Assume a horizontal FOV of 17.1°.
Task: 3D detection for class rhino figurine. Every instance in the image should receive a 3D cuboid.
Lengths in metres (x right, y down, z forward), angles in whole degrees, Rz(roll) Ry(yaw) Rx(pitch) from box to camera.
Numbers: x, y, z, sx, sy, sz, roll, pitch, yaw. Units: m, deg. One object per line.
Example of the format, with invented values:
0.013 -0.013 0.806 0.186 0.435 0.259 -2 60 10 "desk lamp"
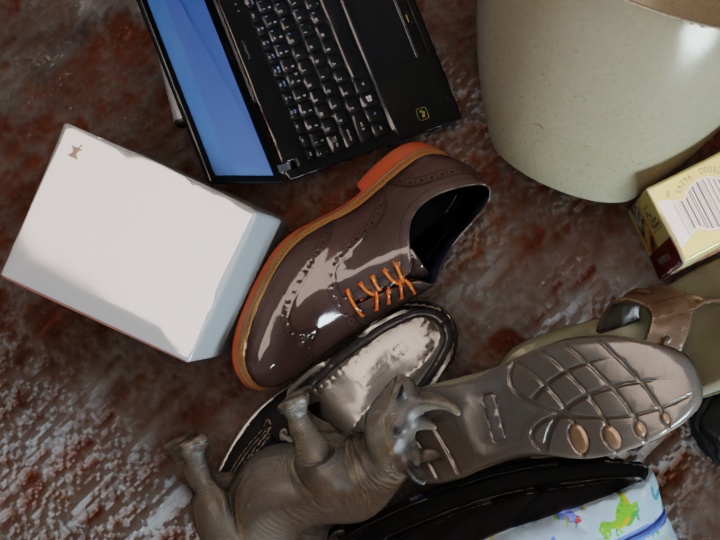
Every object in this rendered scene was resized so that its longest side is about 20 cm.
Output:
-0.026 0.116 1.449 0.199 0.060 0.088 -22 94 22 "rhino figurine"

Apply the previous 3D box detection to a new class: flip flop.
0.172 0.044 1.492 0.199 0.058 0.082 -19 66 17 "flip flop"

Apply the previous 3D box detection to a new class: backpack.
0.096 0.181 1.466 0.199 0.163 0.154 -31 94 -9 "backpack"

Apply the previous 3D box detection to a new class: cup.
0.152 -0.128 1.482 0.199 0.200 0.144 21 113 3 "cup"

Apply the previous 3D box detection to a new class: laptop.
-0.044 -0.155 1.478 0.199 0.103 0.178 -20 85 -17 "laptop"

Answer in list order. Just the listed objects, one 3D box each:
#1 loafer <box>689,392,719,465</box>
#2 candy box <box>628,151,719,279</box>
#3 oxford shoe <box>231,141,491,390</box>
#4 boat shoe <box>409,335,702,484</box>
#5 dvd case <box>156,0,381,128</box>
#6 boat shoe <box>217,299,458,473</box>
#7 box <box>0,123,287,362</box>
0.286 0.042 1.502 0.068 0.070 0.201 35 88 -38 "loafer"
0.271 -0.065 1.496 0.199 0.115 0.056 -26 85 -2 "candy box"
0.000 0.000 1.491 0.200 0.072 0.071 -48 129 -14 "oxford shoe"
0.113 0.079 1.461 0.198 0.073 0.075 -10 93 20 "boat shoe"
-0.076 -0.207 1.563 0.142 0.018 0.202 -14 84 0 "dvd case"
-0.017 0.095 1.512 0.200 0.060 0.074 -40 90 -2 "boat shoe"
-0.126 -0.015 1.451 0.124 0.200 0.098 24 90 4 "box"
